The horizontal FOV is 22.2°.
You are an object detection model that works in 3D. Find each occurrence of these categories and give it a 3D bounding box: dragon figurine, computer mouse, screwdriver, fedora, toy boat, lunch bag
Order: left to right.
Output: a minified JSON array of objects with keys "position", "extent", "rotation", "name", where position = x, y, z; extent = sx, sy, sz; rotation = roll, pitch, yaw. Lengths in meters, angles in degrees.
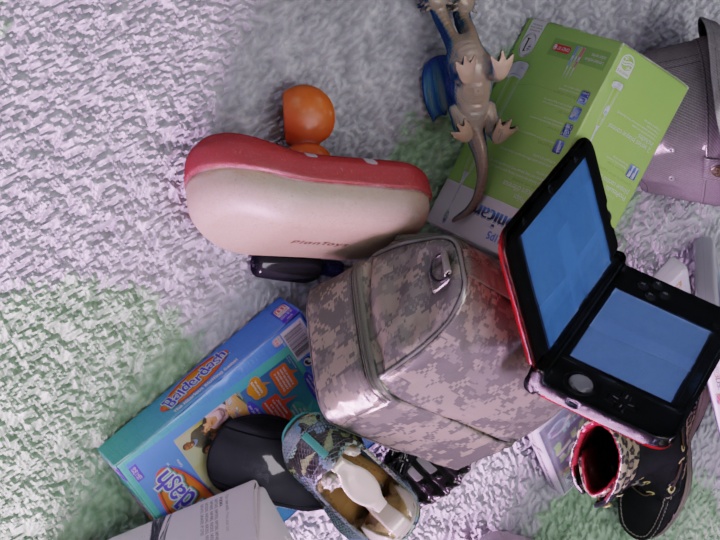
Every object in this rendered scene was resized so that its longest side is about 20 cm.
[{"position":[-0.045,-0.085,1.468],"extent":[0.199,0.130,0.132],"rotation":[3,73,-30],"name":"toy boat"},{"position":[-0.023,0.140,1.521],"extent":[0.199,0.046,0.141],"rotation":[17,98,-33],"name":"computer mouse"},{"position":[0.000,0.000,1.550],"extent":[0.199,0.029,0.028],"rotation":[4,103,-24],"name":"screwdriver"},{"position":[0.079,0.058,1.469],"extent":[0.199,0.167,0.140],"rotation":[27,47,-41],"name":"lunch bag"},{"position":[0.087,-0.149,1.527],"extent":[0.058,0.100,0.201],"rotation":[-11,116,-11],"name":"dragon figurine"},{"position":[0.282,-0.125,1.616],"extent":[0.090,0.178,0.200],"rotation":[-6,146,7],"name":"fedora"}]

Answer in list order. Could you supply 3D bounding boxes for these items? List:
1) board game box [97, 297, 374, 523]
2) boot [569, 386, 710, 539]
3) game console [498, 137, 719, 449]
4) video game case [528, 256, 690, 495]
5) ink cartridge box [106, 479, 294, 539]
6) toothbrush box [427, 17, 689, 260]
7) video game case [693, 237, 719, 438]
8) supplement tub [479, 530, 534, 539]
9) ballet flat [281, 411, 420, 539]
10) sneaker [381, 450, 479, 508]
[{"position":[-0.098,0.144,1.535],"extent":[0.200,0.045,0.153],"rotation":[-39,120,-14],"name":"board game box"},{"position":[0.242,0.183,1.673],"extent":[0.153,0.073,0.205],"rotation":[-27,137,-44],"name":"boot"},{"position":[0.201,0.013,1.397],"extent":[0.200,0.172,0.119],"rotation":[-46,156,-52],"name":"game console"},{"position":[0.231,0.100,1.661],"extent":[0.200,0.023,0.182],"rotation":[-46,153,-9],"name":"video game case"},{"position":[-0.142,0.279,1.485],"extent":[0.199,0.084,0.145],"rotation":[-22,118,8],"name":"ink cartridge box"},{"position":[0.163,-0.098,1.545],"extent":[0.086,0.145,0.201],"rotation":[28,90,-31],"name":"toothbrush box"},{"position":[0.335,0.093,1.682],"extent":[0.023,0.200,0.183],"rotation":[-11,115,15],"name":"video game case"},{"position":[0.136,0.352,1.669],"extent":[0.140,0.140,0.201],"rotation":[22,94,-32],"name":"supplement tub"},{"position":[0.005,0.186,1.493],"extent":[0.074,0.074,0.200],"rotation":[-52,136,-5],"name":"ballet flat"},{"position":[0.094,0.140,1.622],"extent":[0.066,0.090,0.200],"rotation":[46,105,9],"name":"sneaker"}]
